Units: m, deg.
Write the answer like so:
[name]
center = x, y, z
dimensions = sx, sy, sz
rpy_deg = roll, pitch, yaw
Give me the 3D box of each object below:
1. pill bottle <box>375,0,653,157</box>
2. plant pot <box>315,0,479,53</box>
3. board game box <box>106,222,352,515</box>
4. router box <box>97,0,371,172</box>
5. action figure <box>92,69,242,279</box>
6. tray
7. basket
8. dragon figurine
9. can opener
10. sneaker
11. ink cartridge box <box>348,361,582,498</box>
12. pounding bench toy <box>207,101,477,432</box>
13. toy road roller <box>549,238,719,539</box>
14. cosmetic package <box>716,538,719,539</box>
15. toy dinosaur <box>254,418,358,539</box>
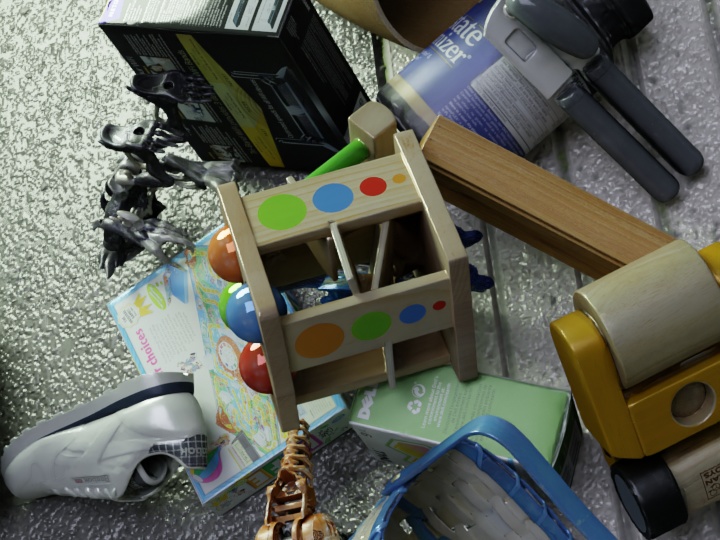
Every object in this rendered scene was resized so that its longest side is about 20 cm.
[pill bottle]
center = 0.119, -0.156, 1.436
dimensions = 0.200, 0.112, 0.112
rpy_deg = -42, 59, 2
[plant pot]
center = 0.004, -0.279, 1.517
dimensions = 0.200, 0.186, 0.187
rpy_deg = 19, 77, 44
[board game box]
center = -0.101, 0.070, 1.479
dimensions = 0.134, 0.034, 0.200
rpy_deg = -34, 60, 7
[router box]
center = -0.087, -0.149, 1.469
dimensions = 0.157, 0.200, 0.052
rpy_deg = 7, 65, 25
[action figure]
center = -0.155, -0.061, 1.489
dimensions = 0.102, 0.200, 0.119
rpy_deg = 21, 57, 5
[tray]
center = 0.129, -0.040, 1.336
dimensions = 0.200, 0.099, 0.037
rpy_deg = 28, 82, -2
[basket]
center = 0.083, 0.185, 1.222
dimensions = 0.139, 0.176, 0.200
rpy_deg = -48, 10, -38
[dragon figurine]
center = 0.000, 0.000, 1.413
dimensions = 0.199, 0.099, 0.059
rpy_deg = 2, 66, 4
[can opener]
center = 0.170, -0.126, 1.359
dimensions = 0.053, 0.200, 0.067
rpy_deg = -47, 15, 2
[sneaker]
center = -0.199, 0.145, 1.452
dimensions = 0.200, 0.076, 0.081
rpy_deg = -28, 74, 34
[ink cartridge box]
center = 0.051, 0.104, 1.338
dimensions = 0.199, 0.104, 0.060
rpy_deg = 12, 74, 15
[pounding bench toy]
center = -0.027, -0.016, 1.292
dimensions = 0.155, 0.124, 0.200
rpy_deg = -15, 49, -6
[toy road roller]
center = 0.194, 0.066, 1.267
dimensions = 0.123, 0.200, 0.146
rpy_deg = -26, 28, -7
[cosmetic package]
center = 0.181, 0.260, 1.251
dimensions = 0.200, 0.051, 0.083
rpy_deg = -31, 27, 9
[toy dinosaur]
center = -0.031, 0.205, 1.332
dimensions = 0.102, 0.136, 0.201
rpy_deg = 7, 72, 27
